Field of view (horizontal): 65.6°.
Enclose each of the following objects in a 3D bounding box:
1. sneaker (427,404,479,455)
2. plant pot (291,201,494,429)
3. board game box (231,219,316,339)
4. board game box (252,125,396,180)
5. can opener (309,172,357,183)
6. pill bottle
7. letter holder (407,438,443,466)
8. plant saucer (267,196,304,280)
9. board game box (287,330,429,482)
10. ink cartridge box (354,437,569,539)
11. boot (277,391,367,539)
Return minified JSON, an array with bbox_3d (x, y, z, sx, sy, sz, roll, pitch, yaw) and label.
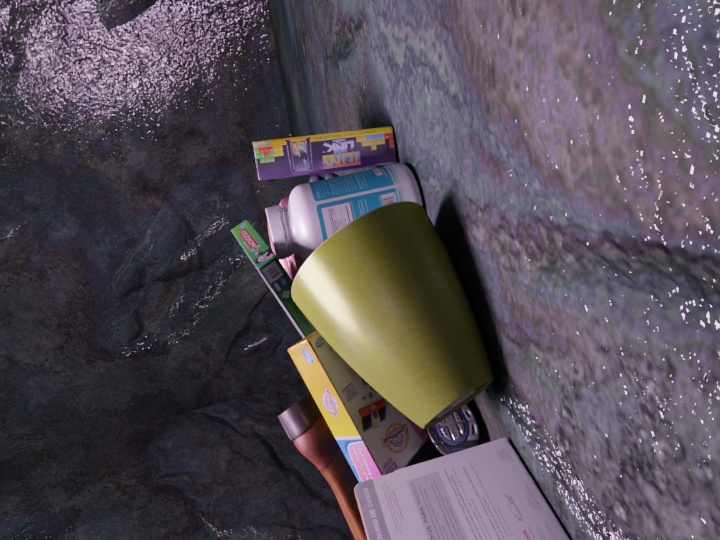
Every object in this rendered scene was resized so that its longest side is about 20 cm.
[{"bbox_3d":[0.098,0.162,0.740,0.087,0.074,0.202,68,-174,-53],"label":"sneaker"},{"bbox_3d":[0.051,0.063,0.619,0.201,0.186,0.188,56,164,21],"label":"plant pot"},{"bbox_3d":[-0.101,0.036,0.772,0.134,0.029,0.201,41,163,54],"label":"board game box"},{"bbox_3d":[-0.061,-0.175,0.846,0.165,0.197,0.058,-132,34,-75],"label":"board game box"},{"bbox_3d":[-0.027,-0.145,0.945,0.200,0.053,0.068,10,-103,-70],"label":"can opener"},{"bbox_3d":[-0.023,-0.070,0.745,0.111,0.197,0.112,168,90,-82],"label":"pill bottle"},{"bbox_3d":[0.097,0.297,0.850,0.142,0.099,0.203,103,153,-76],"label":"letter holder"},{"bbox_3d":[-0.106,-0.018,0.922,0.201,0.050,0.203,162,90,-89],"label":"plant saucer"},{"bbox_3d":[0.010,0.154,0.721,0.153,0.040,0.202,-28,-91,-54],"label":"board game box"},{"bbox_3d":[0.101,0.277,0.518,0.201,0.173,0.085,-115,15,-58],"label":"ink cartridge box"},{"bbox_3d":[0.009,0.227,0.743,0.201,0.068,0.188,54,-146,4],"label":"boot"}]
